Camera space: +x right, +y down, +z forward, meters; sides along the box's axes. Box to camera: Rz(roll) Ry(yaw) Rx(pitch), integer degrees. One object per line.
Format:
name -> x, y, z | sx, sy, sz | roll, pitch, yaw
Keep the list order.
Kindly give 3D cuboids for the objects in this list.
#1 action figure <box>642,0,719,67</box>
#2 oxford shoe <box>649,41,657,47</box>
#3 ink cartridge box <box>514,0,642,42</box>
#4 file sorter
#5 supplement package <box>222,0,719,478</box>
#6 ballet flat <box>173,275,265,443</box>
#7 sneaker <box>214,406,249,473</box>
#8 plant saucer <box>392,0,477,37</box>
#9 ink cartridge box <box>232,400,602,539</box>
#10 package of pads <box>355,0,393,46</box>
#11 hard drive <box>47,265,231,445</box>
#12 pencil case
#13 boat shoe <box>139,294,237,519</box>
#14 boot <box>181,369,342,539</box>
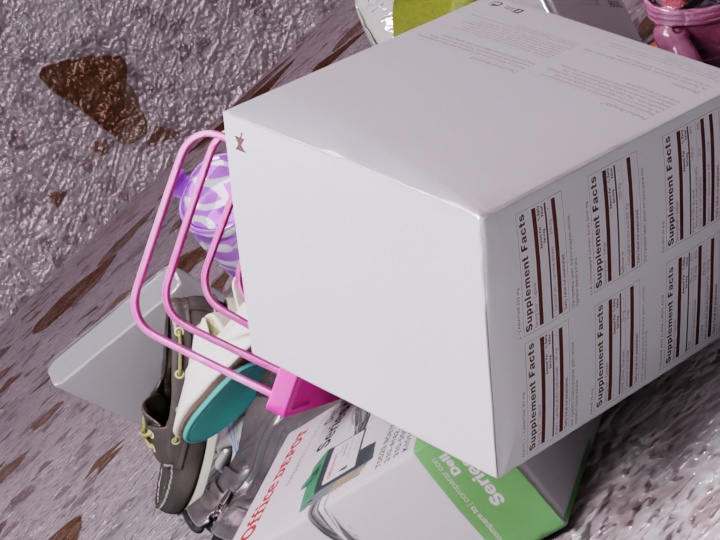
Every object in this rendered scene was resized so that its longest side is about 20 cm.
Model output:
action figure -> 0.219, -0.147, 1.221 | 0.149, 0.200, 0.135 | 22, 79, 52
oxford shoe -> 0.261, -0.164, 1.466 | 0.072, 0.071, 0.200 | -39, 11, -12
ink cartridge box -> 0.119, -0.152, 1.709 | 0.200, 0.085, 0.144 | -35, -13, 31
file sorter -> -0.033, -0.012, 1.269 | 0.200, 0.125, 0.140 | -11, -57, -66
supplement package -> 0.069, -0.026, 1.076 | 0.199, 0.148, 0.191 | -27, 35, -34
ballet flat -> -0.077, 0.041, 1.454 | 0.200, 0.069, 0.070 | -48, 6, 35
sneaker -> -0.075, 0.113, 1.552 | 0.087, 0.075, 0.200 | -45, 11, 11
plant saucer -> 0.112, -0.125, 1.515 | 0.048, 0.199, 0.200 | -56, 13, -3
ink cartridge box -> 0.031, 0.116, 1.169 | 0.199, 0.084, 0.146 | -33, 15, 29
package of pads -> 0.102, -0.227, 1.723 | 0.199, 0.069, 0.154 | -29, -14, 6
hard drive -> -0.134, 0.074, 1.635 | 0.132, 0.200, 0.026 | -38, 54, 15
pencil case -> -0.072, -0.014, 1.686 | 0.085, 0.200, 0.084 | 22, 68, 37
boat shoe -> -0.136, 0.103, 1.575 | 0.072, 0.060, 0.202 | -106, 27, -55
boot -> -0.031, 0.139, 1.361 | 0.200, 0.070, 0.132 | 0, 58, 60
